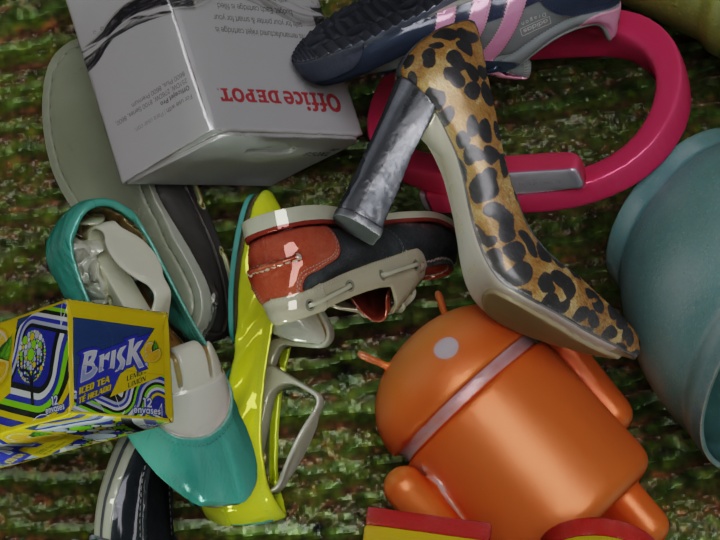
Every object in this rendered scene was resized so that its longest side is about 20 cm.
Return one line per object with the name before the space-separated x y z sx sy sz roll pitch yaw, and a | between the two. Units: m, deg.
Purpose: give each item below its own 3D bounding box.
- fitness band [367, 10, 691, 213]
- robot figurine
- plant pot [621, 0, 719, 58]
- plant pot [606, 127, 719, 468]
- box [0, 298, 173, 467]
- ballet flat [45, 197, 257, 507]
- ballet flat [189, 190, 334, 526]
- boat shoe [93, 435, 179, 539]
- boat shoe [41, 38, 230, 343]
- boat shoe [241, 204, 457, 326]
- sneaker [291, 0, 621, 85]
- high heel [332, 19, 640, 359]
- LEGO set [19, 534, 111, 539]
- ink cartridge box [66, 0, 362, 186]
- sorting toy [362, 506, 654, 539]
fitness band | 0.101 -0.098 1.344 0.199 0.038 0.144 0 49 25
robot figurine | 0.087 0.104 1.303 0.144 0.117 0.200 -43 82 5
plant pot | 0.189 -0.236 1.367 0.183 0.200 0.201 19 76 12
plant pot | 0.230 0.000 1.315 0.200 0.201 0.134 -39 55 -12
box | -0.190 0.068 1.251 0.070 0.199 0.065 9 72 -39
ballet flat | -0.119 0.043 1.267 0.067 0.070 0.201 -25 74 -27
ballet flat | -0.051 0.055 1.326 0.067 0.067 0.201 9 85 15
boat shoe | -0.119 0.187 1.288 0.062 0.075 0.201 0 82 15
boat shoe | -0.135 -0.046 1.355 0.071 0.060 0.202 -27 77 22
boat shoe | 0.000 0.000 1.298 0.071 0.200 0.063 -20 79 29
sneaker | 0.061 -0.137 1.310 0.199 0.070 0.082 -21 118 5
high heel | 0.097 -0.046 1.259 0.199 0.071 0.143 30 74 -13
LEGO set | -0.147 0.236 1.204 0.153 0.116 0.201 -24 58 33
ink cartridge box | -0.097 -0.156 1.333 0.084 0.144 0.201 -26 76 35
sorting toy | 0.081 0.205 1.247 0.197 0.201 0.070 7 51 2
